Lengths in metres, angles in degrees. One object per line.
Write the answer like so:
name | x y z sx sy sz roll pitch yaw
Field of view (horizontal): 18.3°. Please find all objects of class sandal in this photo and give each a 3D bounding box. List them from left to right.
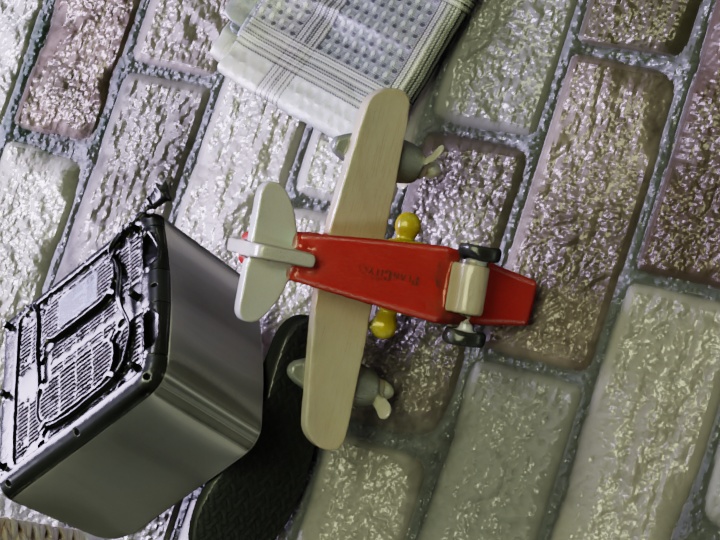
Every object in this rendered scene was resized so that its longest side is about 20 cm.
sandal | -0.071 0.128 1.662 0.048 0.075 0.201 9 70 57

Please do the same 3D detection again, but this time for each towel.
towel | -0.012 -0.206 1.745 0.200 0.035 0.193 33 93 34

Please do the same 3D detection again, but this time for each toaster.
toaster | -0.168 0.072 1.655 0.200 0.118 0.181 -37 39 27

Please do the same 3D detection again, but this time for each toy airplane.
toy airplane | 0.000 0.000 1.611 0.200 0.141 0.200 -35 92 1

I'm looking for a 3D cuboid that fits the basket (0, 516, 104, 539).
basket | -0.302 0.298 1.680 0.197 0.161 0.201 -21 64 24
